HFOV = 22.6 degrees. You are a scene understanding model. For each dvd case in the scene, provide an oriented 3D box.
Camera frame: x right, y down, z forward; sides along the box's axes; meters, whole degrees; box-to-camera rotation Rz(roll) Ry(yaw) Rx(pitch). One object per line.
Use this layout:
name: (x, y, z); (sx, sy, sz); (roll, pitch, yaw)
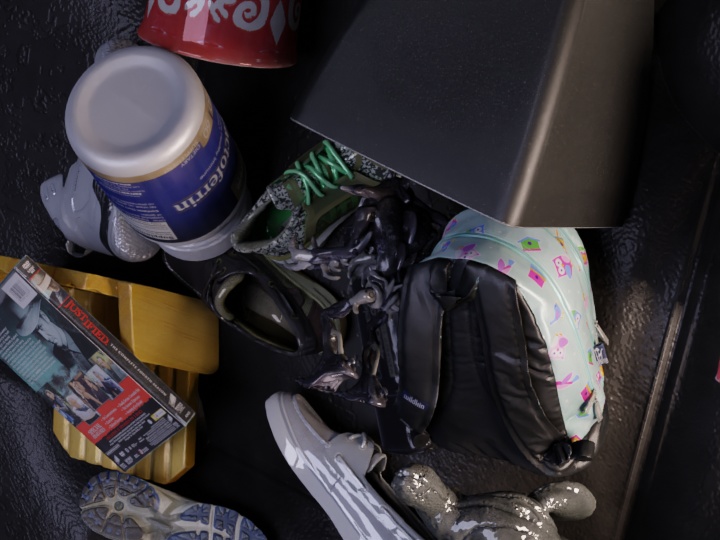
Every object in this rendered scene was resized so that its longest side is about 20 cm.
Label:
dvd case: (-0.249, 0.086, 1.586); (0.200, 0.022, 0.146); (42, 144, -7)

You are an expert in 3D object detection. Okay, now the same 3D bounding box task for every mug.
mug: (-0.119, -0.283, 1.465); (0.177, 0.133, 0.201); (17, 108, 15)

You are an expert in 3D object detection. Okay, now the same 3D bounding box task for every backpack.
backpack: (0.107, 0.047, 1.368); (0.166, 0.127, 0.200); (6, 128, 27)

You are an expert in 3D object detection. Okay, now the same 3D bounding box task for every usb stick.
usb stick: (0.024, 0.058, 1.508); (0.055, 0.033, 0.201); (-6, 98, 43)

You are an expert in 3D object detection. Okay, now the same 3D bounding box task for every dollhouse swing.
dollhouse swing: (-0.253, 0.092, 1.641); (0.199, 0.182, 0.176); (11, 87, 33)

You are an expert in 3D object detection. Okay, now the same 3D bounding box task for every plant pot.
plant pot: (0.105, -0.150, 1.312); (0.199, 0.200, 0.178); (28, 104, 28)

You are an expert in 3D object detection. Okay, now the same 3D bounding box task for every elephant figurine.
elephant figurine: (0.120, 0.219, 1.378); (0.142, 0.155, 0.200); (56, 163, 31)

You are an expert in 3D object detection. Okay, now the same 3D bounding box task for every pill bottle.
pill bottle: (-0.160, -0.090, 1.494); (0.115, 0.200, 0.116); (-5, 66, 11)

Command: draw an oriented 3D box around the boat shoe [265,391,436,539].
boat shoe: (-0.006, 0.177, 1.540); (0.068, 0.072, 0.200); (-39, 69, 14)

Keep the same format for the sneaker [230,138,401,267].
sneaker: (-0.035, -0.069, 1.483); (0.077, 0.089, 0.200); (50, 120, 14)

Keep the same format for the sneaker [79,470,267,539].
sneaker: (-0.159, 0.242, 1.665); (0.200, 0.085, 0.077); (28, 84, 6)

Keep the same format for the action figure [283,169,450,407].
action figure: (0.000, 0.000, 1.409); (0.102, 0.119, 0.201); (9, 83, 46)

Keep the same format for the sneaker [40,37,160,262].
sneaker: (-0.237, -0.105, 1.629); (0.115, 0.075, 0.201); (-4, 90, 44)

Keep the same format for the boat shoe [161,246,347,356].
boat shoe: (-0.103, 0.014, 1.568); (0.200, 0.065, 0.073); (26, 116, 29)

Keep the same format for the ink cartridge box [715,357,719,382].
ink cartridge box: (0.337, -0.007, 1.234); (0.146, 0.083, 0.201); (16, 111, 33)
